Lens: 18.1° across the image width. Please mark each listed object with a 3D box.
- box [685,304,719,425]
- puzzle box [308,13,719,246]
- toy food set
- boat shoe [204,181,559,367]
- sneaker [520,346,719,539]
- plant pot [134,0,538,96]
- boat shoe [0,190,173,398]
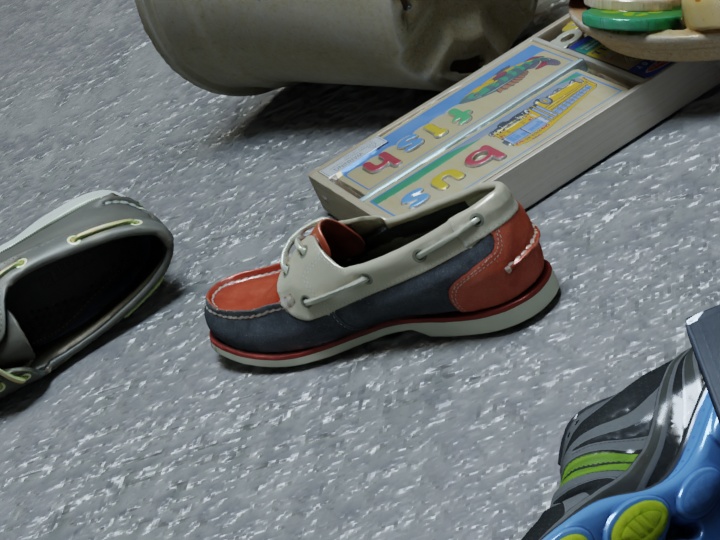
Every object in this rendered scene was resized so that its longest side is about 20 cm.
[{"bbox_3d":[0.205,0.069,0.715,0.157,0.051,0.200,-22,44,8],"label":"box"},{"bbox_3d":[0.081,-0.076,1.199,0.200,0.025,0.133,-33,27,-12],"label":"puzzle box"},{"bbox_3d":[0.198,-0.161,1.180,0.197,0.049,0.200,5,29,39],"label":"toy food set"},{"bbox_3d":[0.000,0.000,1.092,0.199,0.063,0.071,-9,33,36],"label":"boat shoe"},{"bbox_3d":[0.102,0.091,0.830,0.200,0.071,0.083,-45,14,-33],"label":"sneaker"},{"bbox_3d":[-0.001,-0.186,1.323,0.183,0.201,0.200,17,48,41],"label":"plant pot"},{"bbox_3d":[-0.189,0.028,1.207,0.201,0.072,0.060,-37,29,-18],"label":"boat shoe"}]
